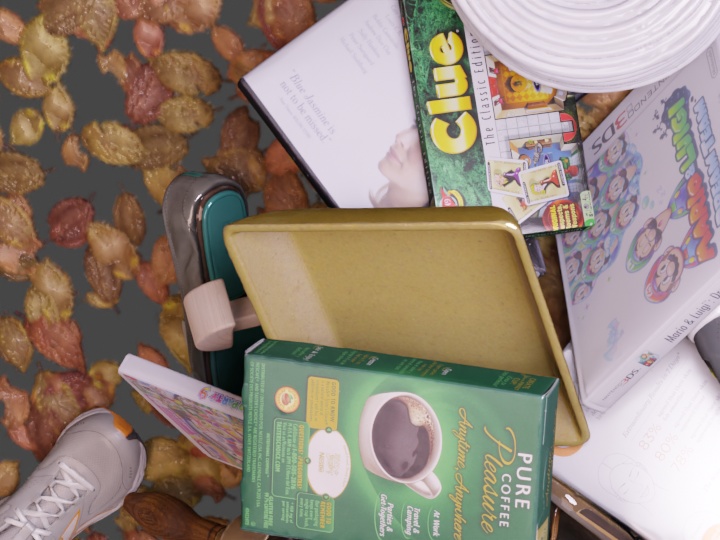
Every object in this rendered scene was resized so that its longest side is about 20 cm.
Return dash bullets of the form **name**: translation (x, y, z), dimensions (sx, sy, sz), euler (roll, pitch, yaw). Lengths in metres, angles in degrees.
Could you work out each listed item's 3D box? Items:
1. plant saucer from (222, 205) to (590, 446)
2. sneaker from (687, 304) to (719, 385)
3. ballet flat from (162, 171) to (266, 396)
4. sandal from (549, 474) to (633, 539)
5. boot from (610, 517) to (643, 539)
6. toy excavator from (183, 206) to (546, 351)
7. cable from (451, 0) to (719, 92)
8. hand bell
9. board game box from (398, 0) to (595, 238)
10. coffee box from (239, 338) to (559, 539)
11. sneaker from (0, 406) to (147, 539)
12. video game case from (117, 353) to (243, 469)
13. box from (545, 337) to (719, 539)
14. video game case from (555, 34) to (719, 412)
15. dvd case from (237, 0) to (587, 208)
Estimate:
- **plant saucer**: translation (0.036, 0.026, 1.631), dimensions (0.199, 0.049, 0.200), euler (1, 135, 24)
- **sneaker**: translation (0.280, 0.064, 1.630), dimensions (0.074, 0.199, 0.085), euler (-40, 52, 39)
- **ballet flat**: translation (-0.104, 0.022, 1.865), dimensions (0.064, 0.067, 0.201), euler (19, 122, 48)
- **sandal**: translation (0.136, 0.192, 1.705), dimensions (0.082, 0.055, 0.200), euler (33, 160, 19)
- **boot**: translation (0.214, 0.235, 1.804), dimensions (0.203, 0.073, 0.154), euler (-37, 89, 33)
- **toy excavator**: translation (0.000, 0.000, 1.748), dimensions (0.200, 0.194, 0.100), euler (-41, 61, 54)
- **cable**: translation (0.145, -0.210, 1.600), dimensions (0.200, 0.069, 0.200), euler (-42, 85, 10)
- **hand bell**: translation (-0.108, 0.195, 1.900), dimensions (0.200, 0.104, 0.105), euler (15, 120, 43)
- **board game box**: translation (0.084, -0.119, 1.654), dimensions (0.104, 0.023, 0.201), euler (-9, 85, -8)
- **coffee box**: translation (0.023, 0.116, 1.625), dimensions (0.199, 0.044, 0.124), euler (6, 105, 17)
- **sneaker**: translation (-0.239, 0.187, 1.973), dimensions (0.076, 0.092, 0.200), euler (43, 122, 0)
- **video game case**: translation (-0.058, 0.122, 1.774), dimensions (0.199, 0.018, 0.143), euler (18, 161, 34)
- **box**: translation (0.213, 0.120, 1.697), dimensions (0.200, 0.097, 0.125), euler (34, 88, 12)
- **video game case**: translation (0.187, -0.039, 1.622), dimensions (0.024, 0.201, 0.182), euler (22, 131, -26)
- **dvd case**: translation (0.040, -0.123, 1.668), dimensions (0.200, 0.018, 0.143), euler (-37, 89, -12)
